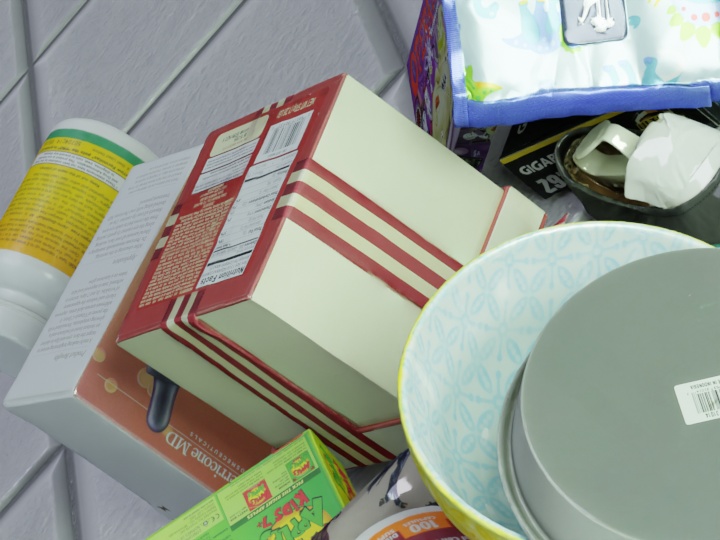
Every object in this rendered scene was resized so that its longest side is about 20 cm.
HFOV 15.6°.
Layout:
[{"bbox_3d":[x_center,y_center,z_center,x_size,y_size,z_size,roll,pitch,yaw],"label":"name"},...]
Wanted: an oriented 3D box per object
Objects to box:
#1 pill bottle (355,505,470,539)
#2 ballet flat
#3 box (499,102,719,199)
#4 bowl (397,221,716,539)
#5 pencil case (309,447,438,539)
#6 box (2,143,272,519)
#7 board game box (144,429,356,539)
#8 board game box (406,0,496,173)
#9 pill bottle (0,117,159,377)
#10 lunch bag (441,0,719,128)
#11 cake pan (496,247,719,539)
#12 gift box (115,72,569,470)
[{"bbox_3d":[0.059,0.199,1.265,0.114,0.114,0.200,-52,23,2],"label":"pill bottle"},{"bbox_3d":[0.168,-0.053,1.474,0.068,0.068,0.200,-57,24,-14],"label":"ballet flat"},{"bbox_3d":[0.179,-0.153,1.624,0.159,0.049,0.201,-20,39,49],"label":"box"},{"bbox_3d":[0.119,0.085,1.292,0.108,0.199,0.201,87,-161,-52],"label":"bowl"},{"bbox_3d":[0.042,0.140,1.424,0.200,0.089,0.078,-45,4,15],"label":"pencil case"},{"bbox_3d":[-0.116,0.044,1.766,0.106,0.152,0.201,-12,47,56],"label":"box"},{"bbox_3d":[-0.086,0.191,1.536,0.200,0.048,0.102,-34,45,6],"label":"board game box"},{"bbox_3d":[0.060,-0.125,1.652,0.200,0.032,0.121,104,164,-65],"label":"board game box"},{"bbox_3d":[-0.243,-0.014,2.139,0.113,0.113,0.201,-14,45,56],"label":"pill bottle"},{"bbox_3d":[0.125,-0.175,1.487,0.169,0.128,0.201,-7,62,5],"label":"lunch bag"},{"bbox_3d":[0.160,0.067,1.203,0.199,0.037,0.201,-4,50,5],"label":"cake pan"},{"bbox_3d":[0.000,0.000,1.564,0.184,0.187,0.201,-12,47,57],"label":"gift box"}]
